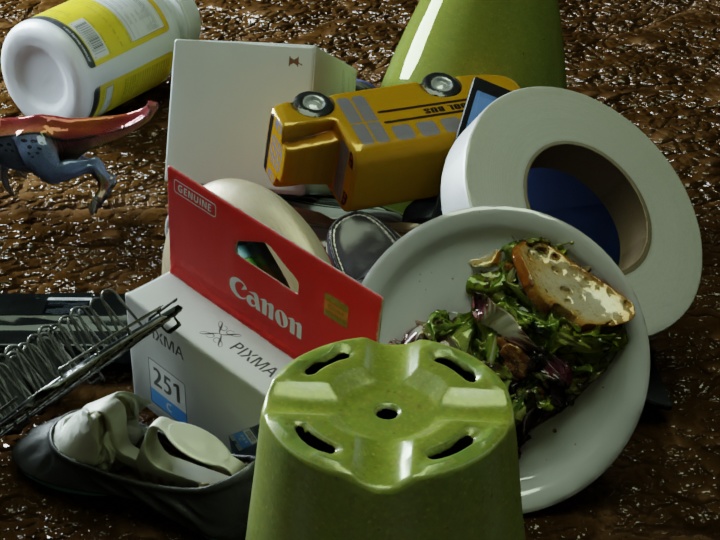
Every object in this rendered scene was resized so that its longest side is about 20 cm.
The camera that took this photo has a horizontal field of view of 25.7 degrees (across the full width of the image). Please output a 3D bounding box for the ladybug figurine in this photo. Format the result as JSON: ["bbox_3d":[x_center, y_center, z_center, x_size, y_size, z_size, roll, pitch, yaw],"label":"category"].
[{"bbox_3d":[-0.070,0.021,1.124,0.072,0.136,0.200,17,40,-54],"label":"ladybug figurine"}]

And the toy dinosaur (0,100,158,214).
[{"bbox_3d":[-0.292,-0.113,1.346,0.181,0.200,0.105,32,13,-7],"label":"toy dinosaur"}]

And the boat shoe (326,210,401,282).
[{"bbox_3d":[0.032,0.028,1.109,0.072,0.065,0.200,-22,59,-8],"label":"boat shoe"}]

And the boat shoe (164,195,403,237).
[{"bbox_3d":[-0.057,-0.025,1.280,0.199,0.072,0.071,6,5,-1],"label":"boat shoe"}]

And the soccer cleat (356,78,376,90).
[{"bbox_3d":[-0.074,-0.150,1.509,0.199,0.065,0.084,0,0,7],"label":"soccer cleat"}]

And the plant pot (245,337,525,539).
[{"bbox_3d":[0.014,0.145,0.854,0.200,0.185,0.201,1,29,0],"label":"plant pot"}]

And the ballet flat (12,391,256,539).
[{"bbox_3d":[-0.139,0.116,1.017,0.199,0.069,0.068,14,33,22],"label":"ballet flat"}]

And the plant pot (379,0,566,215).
[{"bbox_3d":[0.098,-0.157,1.328,0.187,0.201,0.187,8,20,-3],"label":"plant pot"}]

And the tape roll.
[{"bbox_3d":[0.151,-0.035,1.110,0.202,0.037,0.203,14,57,-23],"label":"tape roll"}]

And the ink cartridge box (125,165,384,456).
[{"bbox_3d":[-0.072,0.053,1.002,0.045,0.177,0.200,-29,46,-36],"label":"ink cartridge box"}]

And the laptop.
[{"bbox_3d":[0.149,-0.020,1.130,0.177,0.103,0.200,19,30,-19],"label":"laptop"}]

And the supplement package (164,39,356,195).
[{"bbox_3d":[-0.078,-0.124,1.313,0.117,0.117,0.200,6,3,8],"label":"supplement package"}]

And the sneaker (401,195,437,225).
[{"bbox_3d":[0.122,-0.050,1.251,0.199,0.082,0.070,8,-17,-26],"label":"sneaker"}]

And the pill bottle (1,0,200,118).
[{"bbox_3d":[-0.249,-0.221,1.557,0.112,0.112,0.200,18,34,27],"label":"pill bottle"}]

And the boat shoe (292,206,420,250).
[{"bbox_3d":[0.000,0.000,1.205,0.199,0.070,0.071,6,64,6],"label":"boat shoe"}]

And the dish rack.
[{"bbox_3d":[-0.209,0.068,1.011,0.153,0.055,0.200,-36,3,-42],"label":"dish rack"}]

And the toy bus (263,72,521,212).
[{"bbox_3d":[0.032,-0.096,1.187,0.199,0.065,0.078,-11,49,-23],"label":"toy bus"}]

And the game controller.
[{"bbox_3d":[-0.223,0.045,1.181,0.199,0.042,0.104,1,16,0],"label":"game controller"}]

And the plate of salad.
[{"bbox_3d":[0.086,0.058,1.010,0.199,0.201,0.048,3,-2,4],"label":"plate of salad"}]
